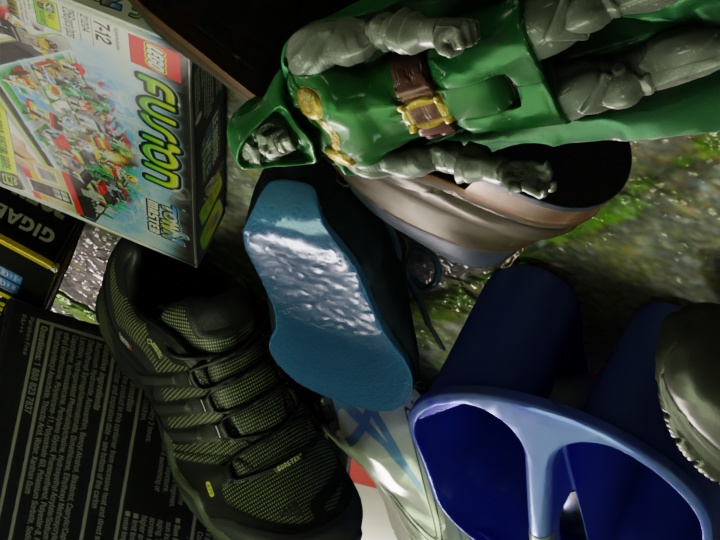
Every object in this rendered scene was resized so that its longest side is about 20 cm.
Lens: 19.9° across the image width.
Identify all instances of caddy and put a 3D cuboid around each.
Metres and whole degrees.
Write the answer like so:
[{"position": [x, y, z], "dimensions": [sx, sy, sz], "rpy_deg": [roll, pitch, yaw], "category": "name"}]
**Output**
[{"position": [0.099, 0.088, 0.926], "dimensions": [0.141, 0.105, 0.200], "rpy_deg": [15, 153, 21], "category": "caddy"}]

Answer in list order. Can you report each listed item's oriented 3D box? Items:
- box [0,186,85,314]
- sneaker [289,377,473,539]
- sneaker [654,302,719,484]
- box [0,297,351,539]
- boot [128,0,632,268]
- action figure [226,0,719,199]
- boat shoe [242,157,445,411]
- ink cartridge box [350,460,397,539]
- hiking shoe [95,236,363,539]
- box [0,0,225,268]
[{"position": [-0.236, -0.022, 1.103], "dimensions": [0.159, 0.049, 0.200], "rpy_deg": [27, 156, -6], "category": "box"}, {"position": [0.017, 0.074, 1.048], "dimensions": [0.200, 0.072, 0.072], "rpy_deg": [57, 171, -30], "category": "sneaker"}, {"position": [0.208, 0.063, 0.833], "dimensions": [0.199, 0.076, 0.091], "rpy_deg": [28, 147, -21], "category": "sneaker"}, {"position": [-0.120, 0.150, 1.069], "dimensions": [0.198, 0.201, 0.123], "rpy_deg": [17, 146, -15], "category": "box"}, {"position": [-0.005, -0.056, 0.780], "dimensions": [0.199, 0.075, 0.097], "rpy_deg": [26, 153, -6], "category": "boot"}, {"position": [0.044, -0.065, 0.672], "dimensions": [0.199, 0.055, 0.118], "rpy_deg": [-13, 127, 26], "category": "action figure"}, {"position": [0.000, 0.000, 0.900], "dimensions": [0.084, 0.069, 0.200], "rpy_deg": [13, 155, 7], "category": "boat shoe"}, {"position": [0.004, 0.139, 1.195], "dimensions": [0.160, 0.050, 0.200], "rpy_deg": [11, 154, 29], "category": "ink cartridge box"}, {"position": [-0.068, 0.056, 0.989], "dimensions": [0.200, 0.076, 0.101], "rpy_deg": [50, 158, 22], "category": "hiking shoe"}, {"position": [-0.113, -0.077, 0.889], "dimensions": [0.110, 0.035, 0.200], "rpy_deg": [22, 155, 7], "category": "box"}]
